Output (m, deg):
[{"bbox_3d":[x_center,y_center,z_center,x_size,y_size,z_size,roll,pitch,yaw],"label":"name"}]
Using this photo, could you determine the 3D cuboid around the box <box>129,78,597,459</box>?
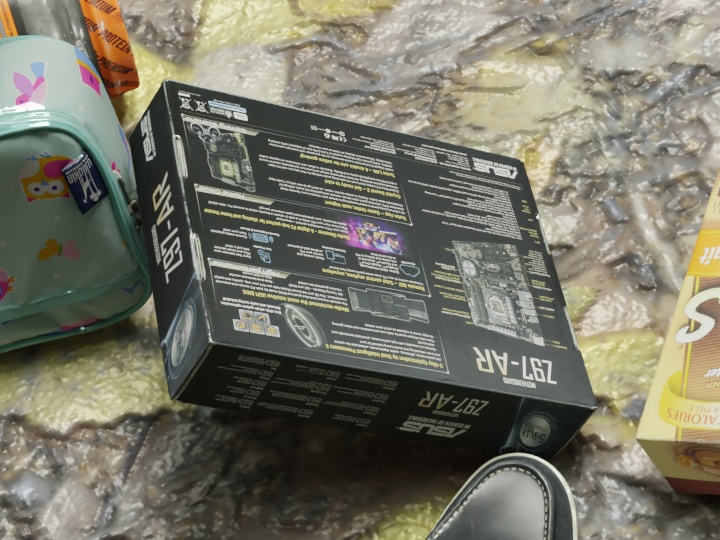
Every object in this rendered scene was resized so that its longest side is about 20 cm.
[{"bbox_3d":[0.000,0.000,1.131,0.200,0.044,0.160,10,46,-27],"label":"box"}]

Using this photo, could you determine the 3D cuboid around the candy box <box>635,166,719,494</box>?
[{"bbox_3d":[0.211,0.007,1.116,0.115,0.055,0.200,1,56,35],"label":"candy box"}]

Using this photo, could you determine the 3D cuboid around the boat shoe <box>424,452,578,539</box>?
[{"bbox_3d":[0.040,0.155,1.055,0.075,0.062,0.200,17,54,23],"label":"boat shoe"}]

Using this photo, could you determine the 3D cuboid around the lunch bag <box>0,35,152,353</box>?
[{"bbox_3d":[-0.198,-0.021,1.171,0.200,0.161,0.077,-14,45,4],"label":"lunch bag"}]

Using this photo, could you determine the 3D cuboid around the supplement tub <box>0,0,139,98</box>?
[{"bbox_3d":[-0.223,-0.111,1.267,0.200,0.123,0.123,-17,51,-6],"label":"supplement tub"}]
